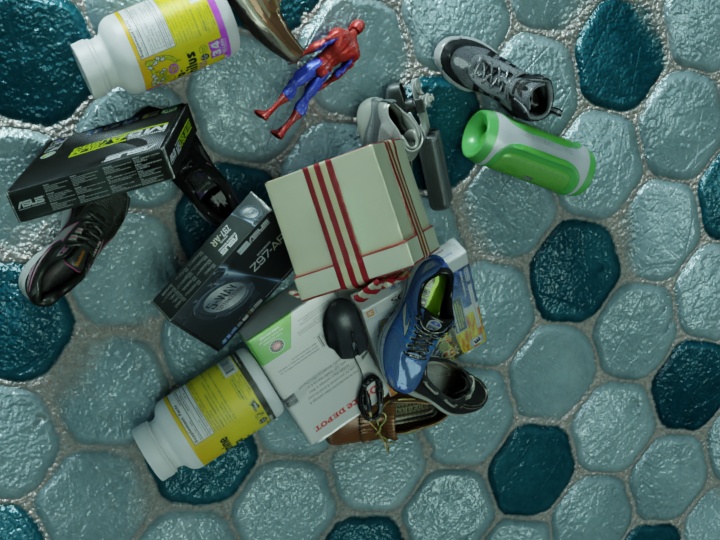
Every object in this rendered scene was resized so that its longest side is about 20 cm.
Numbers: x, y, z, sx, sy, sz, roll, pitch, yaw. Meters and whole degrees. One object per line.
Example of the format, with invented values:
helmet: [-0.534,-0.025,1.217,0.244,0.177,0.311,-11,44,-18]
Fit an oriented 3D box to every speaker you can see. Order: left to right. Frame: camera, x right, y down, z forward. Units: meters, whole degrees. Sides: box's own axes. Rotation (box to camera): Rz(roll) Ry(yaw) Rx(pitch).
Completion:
speaker: [0.253,-0.174,1.632,0.199,0.088,0.089,16,100,-25]

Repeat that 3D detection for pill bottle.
pill bottle: [-0.260,-0.290,1.384,0.199,0.104,0.105,-25,114,-12]
pill bottle: [-0.218,0.208,1.549,0.199,0.112,0.113,-33,115,-9]

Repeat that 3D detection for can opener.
can opener: [0.091,-0.185,1.592,0.066,0.053,0.201,-11,112,19]

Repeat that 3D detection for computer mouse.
computer mouse: [-0.004,0.131,1.560,0.058,0.034,0.201,-27,113,-17]

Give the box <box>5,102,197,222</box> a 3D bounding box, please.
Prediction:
box: [-0.309,-0.136,1.331,0.198,0.193,0.048,-15,111,7]

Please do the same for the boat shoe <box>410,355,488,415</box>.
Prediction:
boat shoe: [0.138,0.172,1.652,0.199,0.060,0.075,28,61,-40]

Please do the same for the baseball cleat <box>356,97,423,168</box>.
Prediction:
baseball cleat: [0.050,-0.146,1.548,0.070,0.106,0.201,-35,119,-29]

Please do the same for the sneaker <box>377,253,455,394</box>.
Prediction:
sneaker: [0.082,0.078,1.521,0.078,0.089,0.202,12,97,-19]

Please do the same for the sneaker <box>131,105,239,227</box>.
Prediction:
sneaker: [-0.223,-0.137,1.454,0.076,0.088,0.200,-43,116,-4]

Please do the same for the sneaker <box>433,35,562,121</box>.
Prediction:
sneaker: [0.205,-0.274,1.566,0.199,0.114,0.076,25,96,-26]

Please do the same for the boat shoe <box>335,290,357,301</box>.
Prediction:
boat shoe: [0.000,0.000,1.597,0.071,0.066,0.202,-12,110,-18]

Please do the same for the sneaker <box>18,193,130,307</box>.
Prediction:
sneaker: [-0.367,-0.029,1.431,0.080,0.086,0.201,32,92,-28]

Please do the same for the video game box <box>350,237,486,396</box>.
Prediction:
video game box: [0.091,0.073,1.635,0.181,0.047,0.201,-28,133,-9]

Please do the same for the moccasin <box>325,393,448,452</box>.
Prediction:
moccasin: [0.041,0.232,1.678,0.200,0.078,0.074,-6,110,-20]

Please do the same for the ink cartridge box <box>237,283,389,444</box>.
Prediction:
ink cartridge box: [-0.070,0.129,1.599,0.145,0.084,0.201,-33,114,-9]

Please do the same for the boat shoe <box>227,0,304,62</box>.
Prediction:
boat shoe: [-0.134,-0.361,1.430,0.072,0.076,0.200,-44,118,-6]

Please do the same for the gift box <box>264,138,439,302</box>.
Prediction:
gift box: [-0.014,-0.056,1.455,0.199,0.184,0.188,-19,93,23]

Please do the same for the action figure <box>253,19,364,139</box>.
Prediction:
action figure: [-0.063,-0.272,1.499,0.200,0.052,0.065,-47,122,-8]

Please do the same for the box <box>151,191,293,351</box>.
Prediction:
box: [-0.173,0.006,1.496,0.200,0.043,0.160,-48,154,-3]
